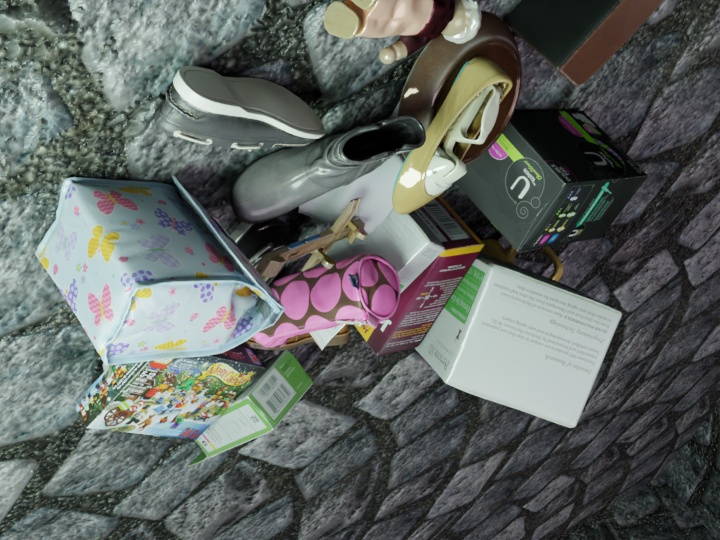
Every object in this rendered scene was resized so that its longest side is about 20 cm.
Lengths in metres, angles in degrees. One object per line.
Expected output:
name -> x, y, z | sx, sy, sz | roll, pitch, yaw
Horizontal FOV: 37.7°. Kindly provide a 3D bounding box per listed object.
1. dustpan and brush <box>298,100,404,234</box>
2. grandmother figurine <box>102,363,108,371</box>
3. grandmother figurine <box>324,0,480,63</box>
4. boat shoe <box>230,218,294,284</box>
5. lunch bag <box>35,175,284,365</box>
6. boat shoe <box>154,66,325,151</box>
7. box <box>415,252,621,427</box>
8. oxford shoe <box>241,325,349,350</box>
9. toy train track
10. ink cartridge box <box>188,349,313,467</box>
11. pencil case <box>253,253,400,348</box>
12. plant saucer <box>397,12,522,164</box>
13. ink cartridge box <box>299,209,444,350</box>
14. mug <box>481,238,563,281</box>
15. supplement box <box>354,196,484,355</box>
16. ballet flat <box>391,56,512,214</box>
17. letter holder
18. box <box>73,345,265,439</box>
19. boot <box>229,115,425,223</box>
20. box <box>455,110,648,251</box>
dustpan and brush -> 0.022, -0.140, 1.251 | 0.139, 0.057, 0.200 | 17, 127, -46
grandmother figurine -> -0.262, 0.143, 1.309 | 0.121, 0.061, 0.200 | -44, 155, -10
grandmother figurine -> 0.058, -0.268, 1.081 | 0.200, 0.061, 0.121 | -7, 148, -49
boat shoe -> -0.147, 0.020, 1.245 | 0.200, 0.060, 0.074 | -50, 150, 19
lunch bag -> -0.192, -0.007, 1.057 | 0.200, 0.170, 0.127 | 1, 129, -46
boat shoe -> -0.116, -0.149, 1.044 | 0.060, 0.074, 0.200 | -47, 154, 26
box -> 0.209, 0.085, 1.450 | 0.200, 0.199, 0.172 | 19, 96, -12
oxford shoe -> -0.098, 0.065, 1.403 | 0.200, 0.071, 0.071 | -6, 107, -43
toy train track -> -0.046, -0.022, 1.200 | 0.115, 0.033, 0.200 | -54, 164, 30
ink cartridge box -> -0.165, 0.187, 1.413 | 0.200, 0.059, 0.104 | -30, -168, 42
pencil case -> -0.052, 0.042, 1.281 | 0.200, 0.094, 0.091 | -17, 149, 39
plant saucer -> 0.126, -0.201, 1.240 | 0.200, 0.034, 0.201 | -29, 137, -31
ink cartridge box -> 0.000, 0.000, 1.355 | 0.200, 0.109, 0.050 | -46, 152, 14
mug -> 0.209, 0.044, 1.618 | 0.149, 0.153, 0.187 | -12, 141, -39
supplement box -> 0.064, 0.005, 1.436 | 0.086, 0.110, 0.200 | -8, 139, -43
ballet flat -> 0.102, -0.143, 1.178 | 0.069, 0.063, 0.200 | 15, 106, -52
letter holder -> 0.294, -0.321, 1.251 | 0.200, 0.101, 0.142 | -48, 152, 15
box -> -0.221, 0.137, 1.252 | 0.137, 0.038, 0.200 | -45, 151, 14
boot -> -0.039, -0.116, 1.118 | 0.200, 0.070, 0.132 | -29, -173, -20
box -> 0.259, -0.126, 1.436 | 0.200, 0.149, 0.124 | -9, 141, -43
